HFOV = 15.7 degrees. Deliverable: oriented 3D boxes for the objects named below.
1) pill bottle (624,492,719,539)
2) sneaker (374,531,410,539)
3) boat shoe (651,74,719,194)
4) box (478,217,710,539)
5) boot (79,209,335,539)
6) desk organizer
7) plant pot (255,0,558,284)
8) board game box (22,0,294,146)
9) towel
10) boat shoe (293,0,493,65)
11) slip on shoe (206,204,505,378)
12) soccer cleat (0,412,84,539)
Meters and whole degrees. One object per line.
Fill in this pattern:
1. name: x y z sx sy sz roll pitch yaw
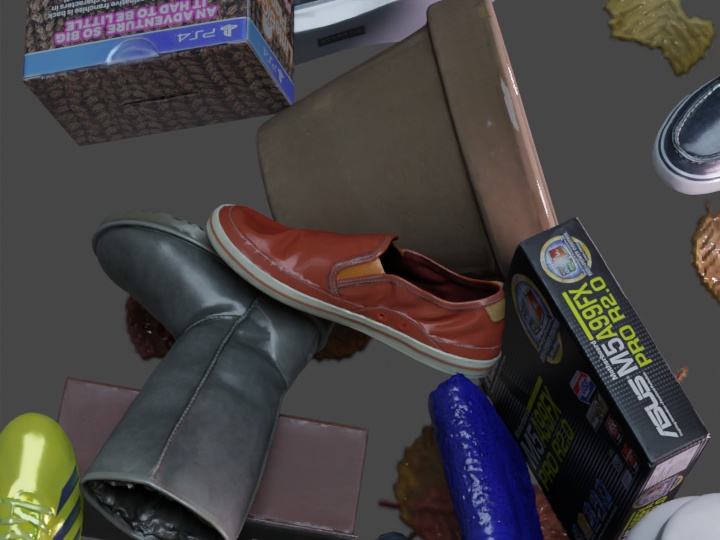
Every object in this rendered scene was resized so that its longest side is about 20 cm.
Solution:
1. pill bottle: 0.197 0.205 1.570 0.109 0.200 0.110 3 64 -6
2. sneaker: 0.048 0.245 1.585 0.074 0.081 0.201 7 53 -36
3. boat shoe: 0.287 -0.133 1.802 0.200 0.091 0.071 -34 73 -20
4. box: 0.139 0.081 1.623 0.044 0.200 0.161 -24 71 -17
5. boot: -0.122 0.068 1.603 0.181 0.073 0.200 22 54 12
6. desk organizer: -0.098 0.131 1.644 0.199 0.072 0.077 10 61 -2
7. plant pot: 0.028 -0.067 1.703 0.174 0.200 0.201 -16 66 6
8. board game box: -0.132 -0.203 1.754 0.158 0.097 0.201 -8 64 16
9. towel: 0.093 0.175 1.602 0.049 0.148 0.201 -16 65 3
10. boat shoe: -0.004 -0.193 1.815 0.199 0.070 0.067 -17 69 -6
11. slip on shoe: 0.000 0.000 1.612 0.199 0.061 0.074 24 23 7
12. soccer cleat: -0.209 0.185 1.550 0.064 0.084 0.201 12 87 6
